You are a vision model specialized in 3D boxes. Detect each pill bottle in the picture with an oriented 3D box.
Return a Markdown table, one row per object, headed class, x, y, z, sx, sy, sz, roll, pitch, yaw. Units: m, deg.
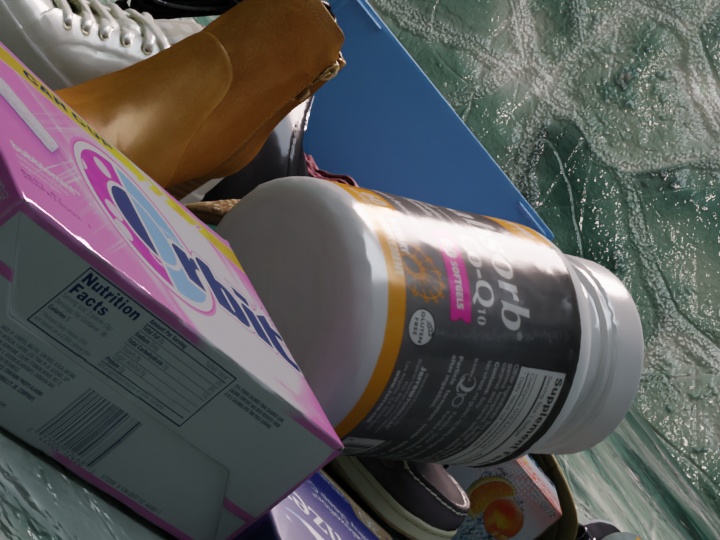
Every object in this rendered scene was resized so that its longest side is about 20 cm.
| class | x | y | z | sx | sy | sz | roll | pitch | yaw |
| --- | --- | --- | --- | --- | --- | --- | --- | --- | --- |
| pill bottle | 0.030 | 0.028 | 0.958 | 0.199 | 0.117 | 0.117 | 9 | 36 | -44 |

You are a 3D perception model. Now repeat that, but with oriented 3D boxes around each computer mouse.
| class | x | y | z | sx | sy | sz | roll | pitch | yaw |
| --- | --- | --- | --- | --- | --- | --- | --- | --- | --- |
| computer mouse | -0.090 | -0.109 | 1.210 | 0.046 | 0.139 | 0.201 | 99 | 0 | -50 |

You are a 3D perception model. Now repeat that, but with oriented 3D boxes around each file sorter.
| class | x | y | z | sx | sy | sz | roll | pitch | yaw |
| --- | --- | --- | --- | --- | --- | --- | --- | --- | --- |
| file sorter | -0.001 | -0.060 | 1.363 | 0.200 | 0.139 | 0.123 | 50 | 1 | -11 |

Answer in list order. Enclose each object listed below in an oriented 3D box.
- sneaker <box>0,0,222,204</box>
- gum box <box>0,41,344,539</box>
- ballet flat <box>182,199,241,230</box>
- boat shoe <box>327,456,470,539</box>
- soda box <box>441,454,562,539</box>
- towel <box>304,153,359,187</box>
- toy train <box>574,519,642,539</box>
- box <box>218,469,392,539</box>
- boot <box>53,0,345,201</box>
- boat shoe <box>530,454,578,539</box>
| class | x | y | z | sx | sy | sz | roll | pitch | yaw |
| --- | --- | --- | --- | --- | --- | --- | --- | --- | --- |
| sneaker | -0.122 | -0.114 | 1.084 | 0.200 | 0.084 | 0.073 | 42 | 13 | -45 |
| gum box | -0.099 | 0.001 | 0.711 | 0.200 | 0.066 | 0.114 | 43 | 12 | -49 |
| ballet flat | 0.000 | 0.000 | 1.089 | 0.199 | 0.066 | 0.071 | 27 | -28 | -9 |
| boat shoe | 0.000 | 0.060 | 1.050 | 0.200 | 0.065 | 0.072 | 48 | 8 | -29 |
| soda box | 0.023 | 0.069 | 1.155 | 0.200 | 0.063 | 0.068 | 51 | 7 | -6 |
| towel | 0.041 | 0.011 | 1.235 | 0.200 | 0.023 | 0.144 | 44 | -3 | -19 |
| toy train | 0.171 | 0.219 | 1.219 | 0.114 | 0.085 | 0.200 | 54 | 5 | -28 |
| box | -0.010 | 0.126 | 0.795 | 0.121 | 0.032 | 0.200 | 47 | 9 | -29 |
| boot | -0.081 | -0.084 | 0.945 | 0.071 | 0.144 | 0.201 | 51 | 7 | 11 |
| boat shoe | 0.058 | 0.085 | 1.266 | 0.201 | 0.072 | 0.066 | 48 | 12 | 7 |
